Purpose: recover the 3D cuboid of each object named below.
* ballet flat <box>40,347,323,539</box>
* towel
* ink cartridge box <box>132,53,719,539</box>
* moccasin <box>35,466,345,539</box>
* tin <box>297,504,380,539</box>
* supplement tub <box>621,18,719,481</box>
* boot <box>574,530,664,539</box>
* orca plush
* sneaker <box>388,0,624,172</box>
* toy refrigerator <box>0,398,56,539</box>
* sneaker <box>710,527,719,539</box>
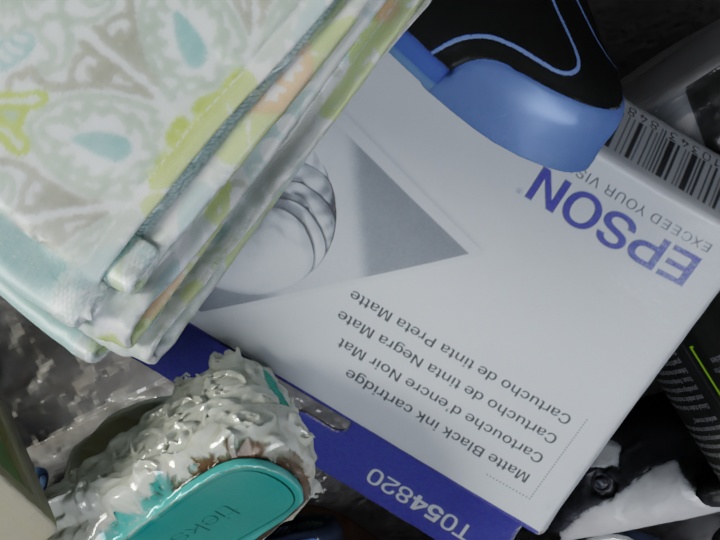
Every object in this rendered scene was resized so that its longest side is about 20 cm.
[{"bbox_3d":[-0.096,0.094,0.864,0.199,0.072,0.072,-33,129,17],"label":"ballet flat"},{"bbox_3d":[-0.086,-0.091,0.722,0.171,0.200,0.048,-51,162,-5],"label":"towel"},{"bbox_3d":[0.000,0.000,0.845,0.199,0.041,0.200,30,127,-1],"label":"ink cartridge box"},{"bbox_3d":[-0.101,0.107,0.944,0.199,0.080,0.069,3,102,-7],"label":"moccasin"},{"bbox_3d":[-0.007,0.164,1.045,0.112,0.042,0.200,-39,127,17],"label":"tin"},{"bbox_3d":[0.158,0.014,0.884,0.122,0.123,0.201,-31,97,6],"label":"supplement tub"},{"bbox_3d":[0.075,0.136,1.014,0.200,0.072,0.091,34,66,-45],"label":"boot"},{"bbox_3d":[0.164,0.048,0.992,0.199,0.105,0.072,-13,91,21],"label":"orca plush"},{"bbox_3d":[0.021,-0.124,0.751,0.078,0.200,0.070,-45,165,30],"label":"sneaker"},{"bbox_3d":[-0.182,0.021,0.787,0.070,0.076,0.200,-40,125,4],"label":"toy refrigerator"},{"bbox_3d":[0.216,0.123,0.991,0.089,0.199,0.079,10,80,-40],"label":"sneaker"}]
